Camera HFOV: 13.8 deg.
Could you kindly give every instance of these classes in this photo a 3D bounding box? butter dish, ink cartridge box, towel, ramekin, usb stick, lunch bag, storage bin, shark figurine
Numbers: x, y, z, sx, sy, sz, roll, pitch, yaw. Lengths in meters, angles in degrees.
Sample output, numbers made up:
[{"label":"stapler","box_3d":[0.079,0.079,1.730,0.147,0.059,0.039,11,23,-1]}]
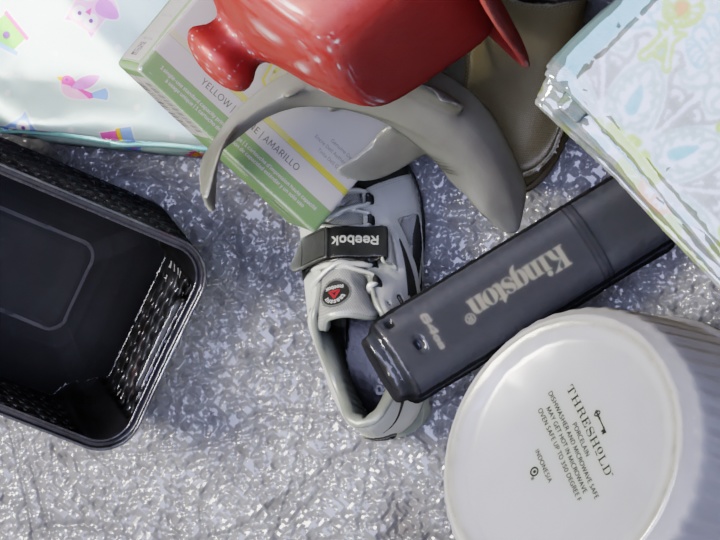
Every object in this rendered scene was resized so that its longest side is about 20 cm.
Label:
[{"label":"butter dish","box_3d":[-0.029,-0.156,1.570,0.148,0.199,0.200,-44,73,1]},{"label":"ink cartridge box","box_3d":[-0.021,-0.145,1.698,0.145,0.048,0.200,42,81,-21]},{"label":"towel","box_3d":[0.212,-0.102,1.533,0.200,0.048,0.171,-44,86,9]},{"label":"ramekin","box_3d":[0.136,0.112,1.663,0.202,0.094,0.203,-15,65,35]},{"label":"usb stick","box_3d":[0.094,0.007,1.707,0.200,0.033,0.056,-31,92,-13]},{"label":"lunch bag","box_3d":[-0.129,-0.150,1.763,0.199,0.077,0.161,5,91,11]},{"label":"storage bin","box_3d":[-0.206,0.003,1.730,0.199,0.094,0.136,23,98,-22]},{"label":"shark figurine","box_3d":[0.009,-0.088,1.646,0.214,0.089,0.129,3,96,-25]}]

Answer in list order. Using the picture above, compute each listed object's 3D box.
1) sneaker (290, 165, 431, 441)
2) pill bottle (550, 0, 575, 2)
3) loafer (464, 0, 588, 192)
[{"label":"sneaker","box_3d":[0.000,0.000,1.736,0.074,0.088,0.201,-13,87,13]},{"label":"pill bottle","box_3d":[0.109,-0.202,1.584,0.113,0.200,0.114,0,91,2]},{"label":"loafer","box_3d":[0.096,-0.143,1.722,0.076,0.067,0.201,11,93,11]}]
